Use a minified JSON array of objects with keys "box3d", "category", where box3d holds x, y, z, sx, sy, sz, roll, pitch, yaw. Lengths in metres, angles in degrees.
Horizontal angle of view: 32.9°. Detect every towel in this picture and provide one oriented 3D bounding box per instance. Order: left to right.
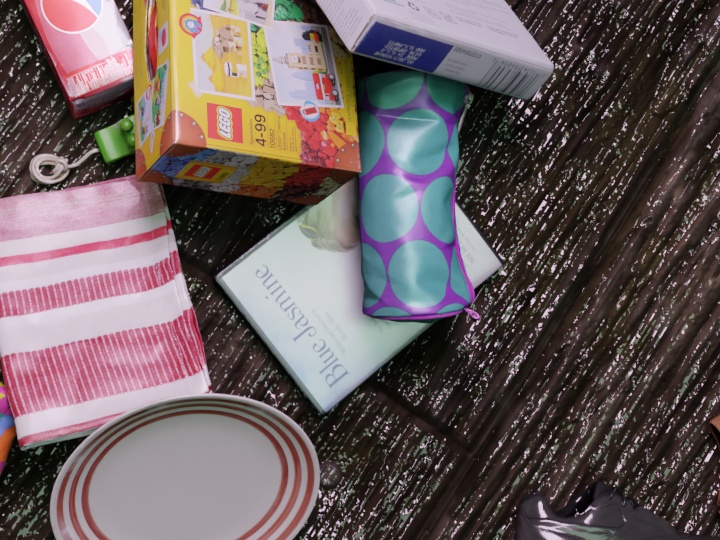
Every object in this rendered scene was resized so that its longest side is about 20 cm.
[{"box3d":[-0.199,0.023,0.902,0.143,0.023,0.201,-12,64,-12],"category":"towel"}]

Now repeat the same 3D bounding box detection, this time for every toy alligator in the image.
[{"box3d":[-0.161,-0.110,0.941,0.199,0.054,0.060,-22,91,-11],"category":"toy alligator"}]

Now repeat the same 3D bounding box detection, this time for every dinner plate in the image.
[{"box3d":[-0.129,0.164,0.904,0.199,0.024,0.201,-9,128,-11],"category":"dinner plate"}]

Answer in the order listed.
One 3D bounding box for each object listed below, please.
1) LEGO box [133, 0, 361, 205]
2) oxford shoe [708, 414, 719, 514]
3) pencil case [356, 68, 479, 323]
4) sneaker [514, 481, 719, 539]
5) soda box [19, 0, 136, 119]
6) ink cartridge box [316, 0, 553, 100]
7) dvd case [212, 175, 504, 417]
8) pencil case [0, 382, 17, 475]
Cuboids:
[{"box3d":[-0.086,-0.160,0.901,0.148,0.077,0.201,6,69,-30],"category":"LEGO box"},{"box3d":[0.337,0.212,1.019,0.071,0.071,0.201,-12,79,-6],"category":"oxford shoe"},{"box3d":[0.044,-0.060,0.945,0.092,0.085,0.201,-1,87,2],"category":"pencil case"},{"box3d":[0.218,0.218,0.993,0.199,0.076,0.091,3,78,-14],"category":"sneaker"},{"box3d":[-0.231,-0.221,0.925,0.063,0.070,0.201,-24,92,-12],"category":"soda box"},{"box3d":[0.028,-0.221,0.914,0.196,0.043,0.200,5,43,-43],"category":"ink cartridge box"},{"box3d":[0.000,0.000,0.985,0.200,0.018,0.143,-39,95,-10],"category":"dvd case"},{"box3d":[-0.311,0.161,0.886,0.088,0.088,0.201,23,81,-9],"category":"pencil case"}]
